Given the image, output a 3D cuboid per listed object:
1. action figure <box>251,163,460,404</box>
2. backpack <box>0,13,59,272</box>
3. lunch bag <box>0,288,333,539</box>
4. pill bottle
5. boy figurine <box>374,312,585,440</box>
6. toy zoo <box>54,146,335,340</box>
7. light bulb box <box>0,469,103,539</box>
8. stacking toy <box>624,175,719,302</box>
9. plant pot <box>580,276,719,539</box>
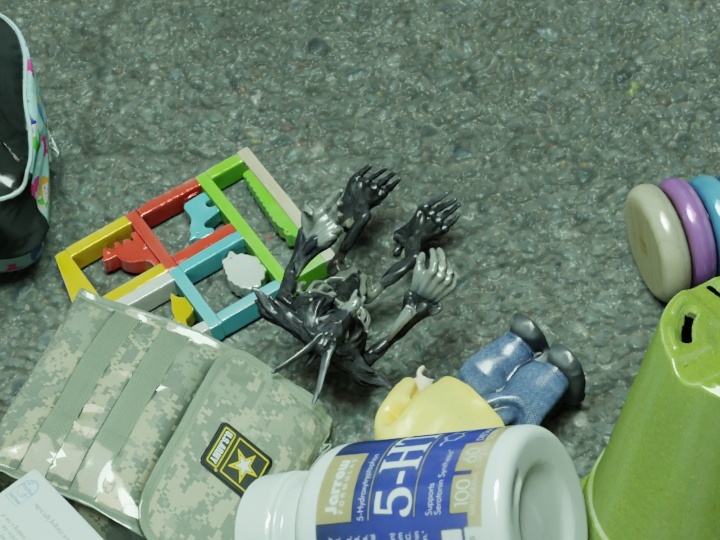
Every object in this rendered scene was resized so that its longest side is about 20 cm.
[{"bbox_3d":[0.000,0.000,1.640,0.119,0.102,0.200,31,40,-4],"label":"action figure"},{"bbox_3d":[-0.313,-0.093,1.755,0.177,0.151,0.201,-8,60,-1],"label":"backpack"},{"bbox_3d":[-0.132,0.128,1.588,0.199,0.118,0.164,20,55,13],"label":"lunch bag"},{"bbox_3d":[0.028,0.163,1.471,0.199,0.120,0.120,-9,49,30],"label":"pill bottle"},{"bbox_3d":[0.063,0.118,1.595,0.200,0.065,0.124,-41,56,-19],"label":"boy figurine"},{"bbox_3d":[-0.133,0.002,1.738,0.199,0.021,0.131,-30,55,-14],"label":"toy zoo"},{"bbox_3d":[-0.214,0.268,1.431,0.200,0.199,0.125,-36,42,-17],"label":"light bulb box"},{"bbox_3d":[0.291,-0.045,1.675,0.199,0.086,0.086,-17,53,-9],"label":"stacking toy"},{"bbox_3d":[0.229,0.110,1.464,0.199,0.191,0.201,3,39,-2],"label":"plant pot"}]
